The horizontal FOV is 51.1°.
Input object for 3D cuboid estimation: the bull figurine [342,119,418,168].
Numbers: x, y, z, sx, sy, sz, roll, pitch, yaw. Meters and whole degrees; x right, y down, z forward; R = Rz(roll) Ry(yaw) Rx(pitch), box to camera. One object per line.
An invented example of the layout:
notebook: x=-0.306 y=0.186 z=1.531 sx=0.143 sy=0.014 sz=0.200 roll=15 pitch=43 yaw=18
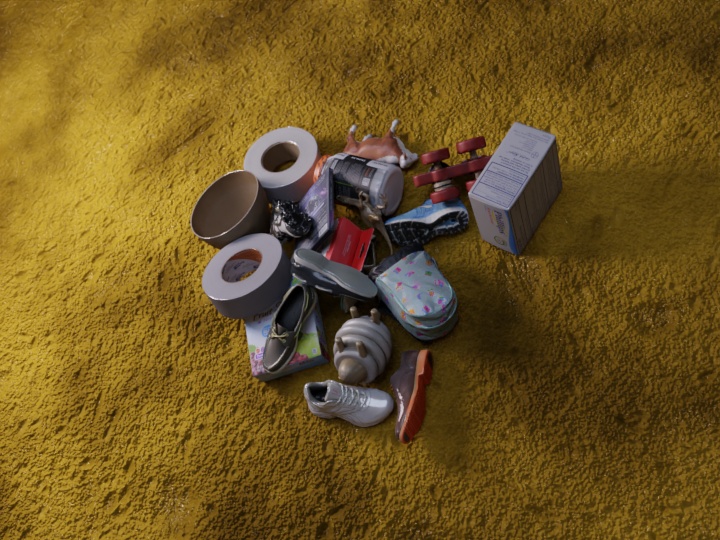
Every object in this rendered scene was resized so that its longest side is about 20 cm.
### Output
bull figurine: x=0.048 y=-0.303 z=1.855 sx=0.196 sy=0.065 sz=0.123 roll=0 pitch=58 yaw=19

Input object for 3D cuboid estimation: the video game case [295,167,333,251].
video game case: x=-0.105 y=-0.120 z=1.712 sx=0.143 sy=0.019 sz=0.203 roll=-45 pitch=33 yaw=37

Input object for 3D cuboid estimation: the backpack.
backpack: x=0.118 y=0.051 z=1.590 sx=0.166 sy=0.127 sz=0.201 roll=-34 pitch=58 yaw=-5

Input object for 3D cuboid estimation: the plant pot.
plant pot: x=-0.294 y=-0.122 z=1.832 sx=0.197 sy=0.135 sz=0.203 roll=-18 pitch=49 yaw=21

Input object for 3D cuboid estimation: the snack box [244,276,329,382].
snack box: x=-0.170 y=0.125 z=1.680 sx=0.166 sy=0.068 sz=0.203 roll=-19 pitch=64 yaw=10

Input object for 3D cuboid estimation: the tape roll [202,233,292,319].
tape roll: x=-0.253 y=0.011 z=1.687 sx=0.196 sy=0.067 sz=0.203 roll=-15 pitch=42 yaw=14

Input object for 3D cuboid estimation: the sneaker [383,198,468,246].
sneaker: x=0.148 y=-0.116 z=1.719 sx=0.196 sy=0.079 sz=0.091 roll=-11 pitch=39 yaw=11

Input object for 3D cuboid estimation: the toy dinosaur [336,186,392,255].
toy dinosaur: x=0.032 y=-0.122 z=1.699 sx=0.058 sy=0.102 sz=0.200 roll=-34 pitch=73 yaw=-29

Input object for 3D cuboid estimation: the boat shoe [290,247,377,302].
boat shoe: x=-0.058 y=0.021 z=1.602 sx=0.198 sy=0.061 sz=0.076 roll=29 pitch=33 yaw=14

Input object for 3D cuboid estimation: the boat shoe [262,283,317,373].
boat shoe: x=-0.160 y=0.121 z=1.602 sx=0.071 sy=0.060 sz=0.205 roll=24 pitch=85 yaw=20

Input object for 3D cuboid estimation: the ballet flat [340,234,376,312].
ballet flat: x=0.000 y=0.000 z=1.703 sx=0.061 sy=0.068 sz=0.204 roll=4 pitch=63 yaw=12

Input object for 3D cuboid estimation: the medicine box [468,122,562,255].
medicine box: x=0.333 y=-0.171 z=1.597 sx=0.102 sy=0.183 sz=0.201 roll=27 pitch=73 yaw=31

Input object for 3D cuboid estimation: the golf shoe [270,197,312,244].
golf shoe: x=-0.161 y=-0.095 z=1.714 sx=0.200 sy=0.076 sz=0.096 roll=-127 pitch=50 yaw=-65

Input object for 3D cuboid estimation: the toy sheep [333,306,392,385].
toy sheep: x=0.006 y=0.155 z=1.569 sx=0.135 sy=0.140 sz=0.201 roll=9 pitch=44 yaw=25

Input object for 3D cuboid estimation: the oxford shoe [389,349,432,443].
oxford shoe: x=0.093 y=0.253 z=1.523 sx=0.071 sy=0.072 sz=0.203 roll=1 pitch=52 yaw=24

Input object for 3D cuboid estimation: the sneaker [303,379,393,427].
sneaker: x=-0.031 y=0.266 z=1.540 sx=0.196 sy=0.100 sz=0.079 roll=-1 pitch=61 yaw=20

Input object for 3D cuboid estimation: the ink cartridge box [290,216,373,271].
ink cartridge box: x=-0.068 y=-0.047 z=1.705 sx=0.198 sy=0.067 sz=0.118 roll=-12 pitch=53 yaw=47

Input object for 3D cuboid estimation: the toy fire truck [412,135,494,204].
toy fire truck: x=0.219 y=-0.224 z=1.697 sx=0.196 sy=0.168 sz=0.114 roll=-15 pitch=94 yaw=11

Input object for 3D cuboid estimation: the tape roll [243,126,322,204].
tape roll: x=-0.193 y=-0.266 z=1.909 sx=0.198 sy=0.071 sz=0.206 roll=-8 pitch=54 yaw=11

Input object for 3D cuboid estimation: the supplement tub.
supplement tub: x=-0.006 y=-0.207 z=1.786 sx=0.197 sy=0.123 sz=0.124 roll=18 pitch=69 yaw=28
